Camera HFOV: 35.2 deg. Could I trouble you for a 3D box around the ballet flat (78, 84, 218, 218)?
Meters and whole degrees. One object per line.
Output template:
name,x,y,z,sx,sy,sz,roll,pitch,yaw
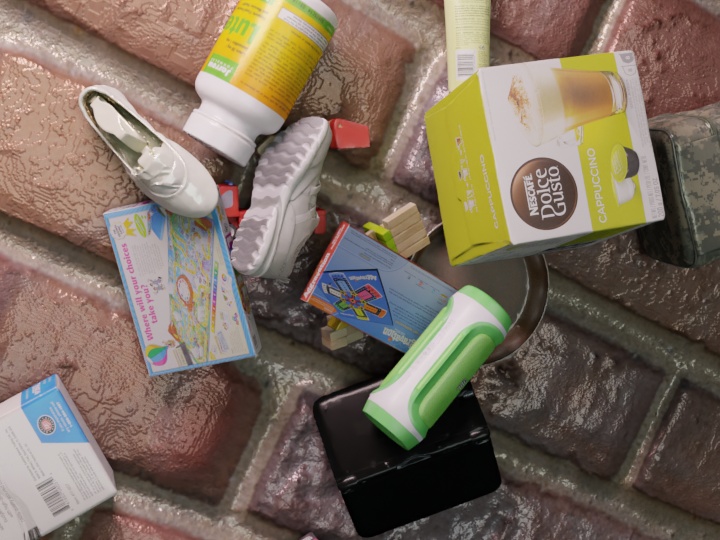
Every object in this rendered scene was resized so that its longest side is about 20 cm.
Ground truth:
ballet flat,-0.241,-0.131,1.252,0.069,0.069,0.200,-44,78,-6

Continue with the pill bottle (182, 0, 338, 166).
pill bottle,-0.119,-0.225,1.293,0.111,0.111,0.201,30,89,-18

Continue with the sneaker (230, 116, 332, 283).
sneaker,-0.081,-0.081,1.308,0.082,0.075,0.201,28,85,-45

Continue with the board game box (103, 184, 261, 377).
board game box,-0.205,0.013,1.315,0.134,0.034,0.201,-11,102,10

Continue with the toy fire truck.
toy fire truck,-0.090,-0.109,1.351,0.199,0.049,0.142,-2,98,-16

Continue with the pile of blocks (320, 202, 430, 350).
pile of blocks,0.000,0.000,1.384,0.082,0.062,0.200,41,81,-35

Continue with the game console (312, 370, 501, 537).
game console,0.060,0.222,1.445,0.199,0.116,0.177,-20,73,-2

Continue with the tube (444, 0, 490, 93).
tube,0.132,-0.318,1.393,0.058,0.052,0.201,-10,100,-57

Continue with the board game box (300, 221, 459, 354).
board game box,0.028,0.029,1.361,0.200,0.019,0.103,30,87,-36

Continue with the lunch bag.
lunch bag,0.449,-0.115,1.466,0.167,0.139,0.201,-18,103,-13

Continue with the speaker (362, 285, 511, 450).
speaker,0.093,0.116,1.368,0.088,0.088,0.200,44,80,-18

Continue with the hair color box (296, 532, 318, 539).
hair color box,-0.062,0.392,1.352,0.100,0.200,0.061,-30,105,-11

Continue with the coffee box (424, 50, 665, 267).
coffee box,0.208,-0.126,1.341,0.197,0.200,0.201,-9,86,-16

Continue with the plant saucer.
plant saucer,0.145,0.023,1.451,0.199,0.032,0.201,-2,98,-17

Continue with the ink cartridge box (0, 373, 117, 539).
ink cartridge box,-0.399,0.233,1.288,0.199,0.084,0.146,-28,104,-10
